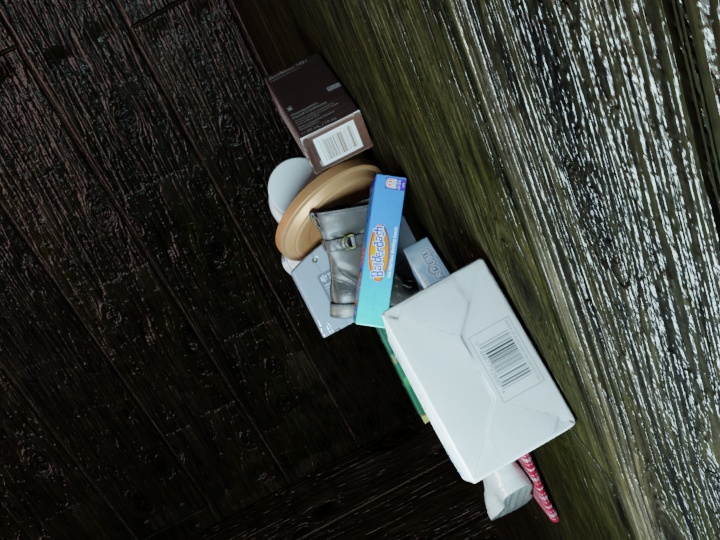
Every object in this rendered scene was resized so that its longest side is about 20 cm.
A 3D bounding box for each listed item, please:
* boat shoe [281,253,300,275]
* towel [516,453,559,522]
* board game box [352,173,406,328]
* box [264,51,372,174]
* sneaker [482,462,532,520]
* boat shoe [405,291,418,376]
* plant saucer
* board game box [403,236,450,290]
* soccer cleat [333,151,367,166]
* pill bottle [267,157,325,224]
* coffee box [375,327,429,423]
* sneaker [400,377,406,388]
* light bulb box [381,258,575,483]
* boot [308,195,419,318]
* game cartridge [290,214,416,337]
[{"bbox_3d":[-0.037,0.009,1.694,0.200,0.072,0.066,35,151,-28],"label":"boat shoe"},{"bbox_3d":[0.243,0.279,1.549,0.200,0.022,0.145,62,176,-32],"label":"towel"},{"bbox_3d":[0.025,-0.024,1.394,0.152,0.045,0.201,141,136,-87],"label":"board game box"},{"bbox_3d":[-0.065,-0.243,1.530,0.200,0.100,0.075,59,175,49],"label":"box"},{"bbox_3d":[0.214,0.318,1.589,0.116,0.073,0.200,60,167,25],"label":"sneaker"},{"bbox_3d":[0.086,0.113,1.411,0.200,0.073,0.075,64,178,-37],"label":"boat shoe"},{"bbox_3d":[-0.042,-0.087,1.558,0.032,0.200,0.200,48,172,23],"label":"plant saucer"},{"bbox_3d":[0.138,0.085,1.396,0.200,0.043,0.199,61,179,39],"label":"board game box"},{"bbox_3d":[-0.062,-0.239,1.680,0.201,0.081,0.068,62,178,15],"label":"soccer cleat"},{"bbox_3d":[-0.088,-0.106,1.651,0.113,0.113,0.200,62,179,15],"label":"pill bottle"},{"bbox_3d":[0.112,0.133,1.609,0.201,0.123,0.044,65,174,-24],"label":"coffee box"},{"bbox_3d":[0.111,0.184,1.803,0.072,0.083,0.200,34,-174,3],"label":"sneaker"},{"bbox_3d":[0.123,0.117,1.105,0.199,0.124,0.200,62,178,11],"label":"light bulb box"},{"bbox_3d":[0.028,-0.024,1.500,0.069,0.199,0.175,-164,68,-70],"label":"boot"},{"bbox_3d":[0.000,0.000,1.564,0.134,0.199,0.040,64,169,-5],"label":"game cartridge"}]
